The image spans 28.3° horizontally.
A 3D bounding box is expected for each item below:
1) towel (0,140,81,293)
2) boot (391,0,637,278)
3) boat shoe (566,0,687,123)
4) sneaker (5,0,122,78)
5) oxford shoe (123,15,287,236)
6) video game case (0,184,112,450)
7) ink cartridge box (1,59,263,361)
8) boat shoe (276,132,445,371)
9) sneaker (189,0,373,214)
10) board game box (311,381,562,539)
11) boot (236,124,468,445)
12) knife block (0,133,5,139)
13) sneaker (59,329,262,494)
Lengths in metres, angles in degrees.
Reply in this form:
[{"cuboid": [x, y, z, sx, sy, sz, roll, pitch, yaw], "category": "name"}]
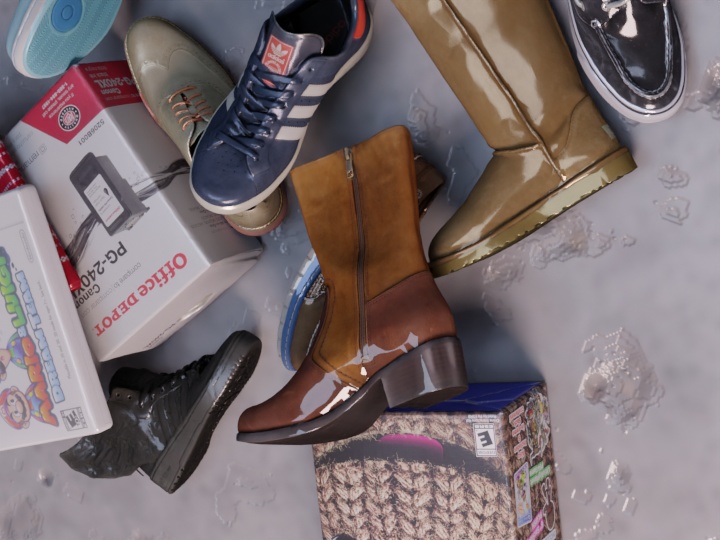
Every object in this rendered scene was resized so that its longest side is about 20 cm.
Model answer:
[{"cuboid": [-0.317, -0.036, 1.173, 0.145, 0.022, 0.200, -36, 83, 37], "category": "towel"}, {"cuboid": [0.081, -0.118, 1.025, 0.175, 0.066, 0.200, -31, 85, 8], "category": "boot"}, {"cuboid": [0.172, -0.198, 0.960, 0.072, 0.068, 0.201, -16, 89, 4], "category": "boat shoe"}, {"cuboid": [-0.250, -0.253, 1.138, 0.130, 0.080, 0.200, 23, 77, 26], "category": "sneaker"}, {"cuboid": [-0.121, -0.121, 1.109, 0.071, 0.074, 0.200, -36, 82, -1], "category": "oxford shoe"}, {"cuboid": [-0.296, 0.046, 1.155, 0.182, 0.024, 0.201, -14, 96, 38], "category": "video game case"}, {"cuboid": [-0.198, -0.048, 1.164, 0.145, 0.083, 0.200, -39, 81, 26], "category": "ink cartridge box"}, {"cuboid": [0.000, 0.000, 1.083, 0.072, 0.072, 0.200, 30, 110, 17], "category": "boat shoe"}, {"cuboid": [-0.062, -0.135, 1.033, 0.075, 0.085, 0.200, 28, 76, 11], "category": "sneaker"}, {"cuboid": [0.060, 0.192, 1.072, 0.159, 0.097, 0.201, -4, 97, 27], "category": "board game box"}, {"cuboid": [-0.027, 0.015, 1.019, 0.188, 0.068, 0.201, -26, 70, 32], "category": "boot"}, {"cuboid": [-0.346, -0.032, 1.250, 0.175, 0.064, 0.201, -20, 90, 28], "category": "knife block"}, {"cuboid": [-0.167, 0.109, 1.189, 0.104, 0.060, 0.200, 36, 115, 12], "category": "sneaker"}]
